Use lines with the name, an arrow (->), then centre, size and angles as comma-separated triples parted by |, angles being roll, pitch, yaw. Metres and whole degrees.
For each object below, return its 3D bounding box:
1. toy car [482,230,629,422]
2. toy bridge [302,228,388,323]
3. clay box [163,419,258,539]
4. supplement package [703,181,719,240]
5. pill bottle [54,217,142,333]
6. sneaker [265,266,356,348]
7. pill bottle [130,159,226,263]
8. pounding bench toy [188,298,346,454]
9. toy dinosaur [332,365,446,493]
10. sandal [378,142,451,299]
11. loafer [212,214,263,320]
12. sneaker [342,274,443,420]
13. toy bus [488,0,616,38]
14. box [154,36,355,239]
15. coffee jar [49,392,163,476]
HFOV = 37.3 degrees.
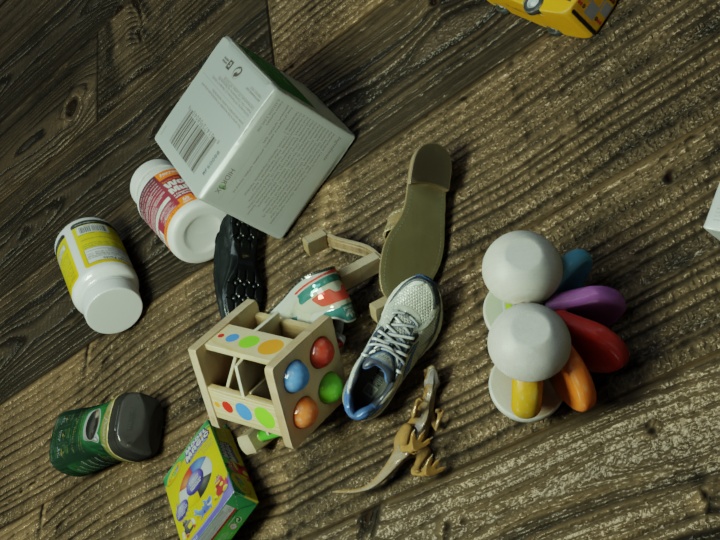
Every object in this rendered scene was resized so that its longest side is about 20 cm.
toy car -> 0.207, 0.058, 1.127 | 0.150, 0.175, 0.200 | -4, 62, 6
toy bridge -> 0.000, 0.000, 1.412 | 0.067, 0.027, 0.200 | -27, 42, -19
clay box -> -0.210, 0.293, 1.459 | 0.115, 0.048, 0.200 | -53, 32, 9
supplement package -> 0.427, -0.102, 0.997 | 0.117, 0.117, 0.200 | 15, 82, 48
pill bottle -> -0.441, 0.009, 1.804 | 0.114, 0.114, 0.200 | -50, 44, 15
sneaker -> -0.073, 0.081, 1.425 | 0.094, 0.070, 0.200 | 57, 135, 15
pill bottle -> -0.293, -0.101, 1.715 | 0.110, 0.109, 0.200 | -57, 43, 7
pounding bench toy -> -0.101, 0.162, 1.374 | 0.156, 0.200, 0.124 | 10, 36, 34
toy dinosaur -> 0.055, 0.212, 1.268 | 0.200, 0.060, 0.106 | -57, 18, 0
sandal -> 0.068, -0.056, 1.380 | 0.070, 0.077, 0.212 | 152, 133, -76
loafer -> -0.186, 0.008, 1.594 | 0.070, 0.068, 0.201 | -40, 46, 50
sneaker -> 0.039, 0.100, 1.290 | 0.077, 0.085, 0.200 | 27, 99, 7
toy bus -> 0.226, -0.357, 1.360 | 0.078, 0.065, 0.200 | -57, 42, 7
box -> -0.158, -0.196, 1.582 | 0.200, 0.171, 0.199 | -52, 43, 11
coffee jar -> -0.391, 0.254, 1.654 | 0.200, 0.085, 0.105 | -19, 55, 39
